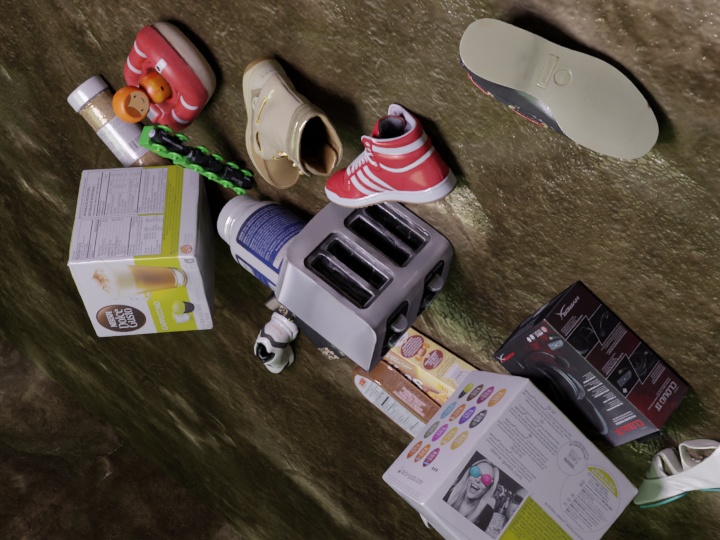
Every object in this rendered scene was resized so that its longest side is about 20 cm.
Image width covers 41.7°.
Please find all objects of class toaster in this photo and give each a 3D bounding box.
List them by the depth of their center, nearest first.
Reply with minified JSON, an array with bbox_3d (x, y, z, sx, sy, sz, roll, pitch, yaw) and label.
[{"bbox_3d":[0.000,0.000,1.237,0.200,0.181,0.119,38,149,12],"label":"toaster"}]

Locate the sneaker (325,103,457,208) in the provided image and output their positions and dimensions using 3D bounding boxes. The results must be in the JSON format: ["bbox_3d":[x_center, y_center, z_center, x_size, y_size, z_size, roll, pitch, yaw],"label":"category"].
[{"bbox_3d":[0.015,-0.137,1.141,0.200,0.071,0.113,1,134,44],"label":"sneaker"}]

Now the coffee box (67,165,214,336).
[{"bbox_3d":[-0.350,-0.032,1.550,0.197,0.200,0.200,-4,142,-2],"label":"coffee box"}]

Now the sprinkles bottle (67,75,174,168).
[{"bbox_3d":[-0.402,-0.230,1.593,0.200,0.068,0.068,51,152,-11],"label":"sprinkles bottle"}]

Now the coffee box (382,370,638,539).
[{"bbox_3d":[0.181,0.265,1.185,0.200,0.198,0.200,44,169,-7],"label":"coffee box"}]

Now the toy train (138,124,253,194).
[{"bbox_3d":[-0.242,-0.163,1.403,0.056,0.042,0.200,6,165,42],"label":"toy train"}]

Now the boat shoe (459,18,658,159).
[{"bbox_3d":[0.185,-0.169,0.881,0.201,0.074,0.063,31,-173,7],"label":"boat shoe"}]

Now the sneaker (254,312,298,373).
[{"bbox_3d":[-0.171,0.148,1.779,0.074,0.080,0.200,36,153,13],"label":"sneaker"}]

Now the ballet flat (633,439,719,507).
[{"bbox_3d":[0.398,0.241,1.150,0.069,0.069,0.200,46,149,-2],"label":"ballet flat"}]

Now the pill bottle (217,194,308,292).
[{"bbox_3d":[-0.123,-0.035,1.402,0.200,0.111,0.111,35,152,36],"label":"pill bottle"}]

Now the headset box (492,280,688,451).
[{"bbox_3d":[0.278,0.128,1.134,0.200,0.077,0.149,46,153,3],"label":"headset box"}]

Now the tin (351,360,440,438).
[{"bbox_3d":[0.070,0.210,1.459,0.200,0.042,0.112,39,154,6],"label":"tin"}]

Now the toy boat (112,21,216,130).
[{"bbox_3d":[-0.295,-0.258,1.339,0.131,0.131,0.200,48,153,-6],"label":"toy boat"}]

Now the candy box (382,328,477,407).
[{"bbox_3d":[0.102,0.159,1.440,0.200,0.055,0.116,32,151,23],"label":"candy box"}]

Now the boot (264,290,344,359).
[{"bbox_3d":[-0.054,0.065,1.513,0.151,0.073,0.200,45,143,-13],"label":"boot"}]

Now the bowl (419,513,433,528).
[{"bbox_3d":[0.162,0.275,1.385,0.075,0.199,0.200,54,158,32],"label":"bowl"}]

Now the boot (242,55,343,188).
[{"bbox_3d":[-0.083,-0.156,1.215,0.155,0.073,0.200,47,152,37],"label":"boot"}]
